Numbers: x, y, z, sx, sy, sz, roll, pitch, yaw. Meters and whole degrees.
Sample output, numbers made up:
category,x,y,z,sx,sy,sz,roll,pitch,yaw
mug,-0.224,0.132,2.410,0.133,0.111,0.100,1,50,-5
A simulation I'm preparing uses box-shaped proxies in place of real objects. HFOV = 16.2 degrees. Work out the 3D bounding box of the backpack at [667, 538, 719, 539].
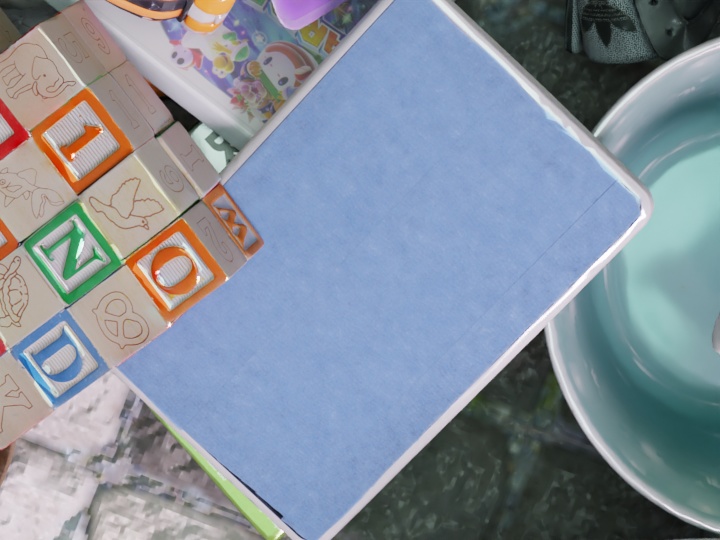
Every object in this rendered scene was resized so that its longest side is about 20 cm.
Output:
category,x,y,z,sx,sy,sz,roll,pitch,yaw
backpack,0.111,0.184,0.988,0.199,0.191,0.155,-11,76,-1

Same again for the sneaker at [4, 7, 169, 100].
category,x,y,z,sx,sy,sz,roll,pitch,yaw
sneaker,-0.151,-0.046,1.035,0.199,0.078,0.113,-6,102,1

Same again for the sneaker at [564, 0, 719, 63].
category,x,y,z,sx,sy,sz,roll,pitch,yaw
sneaker,0.089,-0.138,0.999,0.199,0.075,0.115,-7,102,-43

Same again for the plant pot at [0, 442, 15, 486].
category,x,y,z,sx,sy,sz,roll,pitch,yaw
plant pot,-0.270,0.063,0.997,0.200,0.187,0.187,40,91,12

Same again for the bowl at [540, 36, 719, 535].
category,x,y,z,sx,sy,sz,roll,pitch,yaw
bowl,0.163,0.002,1.020,0.199,0.105,0.202,-1,95,-6

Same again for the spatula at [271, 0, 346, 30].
category,x,y,z,sx,sy,sz,roll,pitch,yaw
spatula,0.023,-0.160,0.993,0.020,0.200,0.057,2,121,35

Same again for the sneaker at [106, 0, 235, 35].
category,x,y,z,sx,sy,sz,roll,pitch,yaw
sneaker,-0.076,-0.196,0.966,0.111,0.078,0.201,20,64,-11

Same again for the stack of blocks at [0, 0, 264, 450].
category,x,y,z,sx,sy,sz,roll,pitch,yaw
stack of blocks,-0.143,-0.051,0.942,0.115,0.059,0.200,-36,94,18

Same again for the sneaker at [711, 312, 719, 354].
category,x,y,z,sx,sy,sz,roll,pitch,yaw
sneaker,0.220,0.065,0.942,0.199,0.075,0.077,22,92,-6

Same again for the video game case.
category,x,y,z,sx,sy,sz,roll,pitch,yaw
video game case,-0.024,-0.144,1.016,0.143,0.018,0.200,37,63,-2

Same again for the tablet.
category,x,y,z,sx,sy,sz,roll,pitch,yaw
tablet,0.000,0.000,0.965,0.130,0.014,0.200,43,108,-4

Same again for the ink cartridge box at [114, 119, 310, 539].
category,x,y,z,sx,sy,sz,roll,pitch,yaw
ink cartridge box,-0.010,-0.013,1.036,0.200,0.076,0.148,-42,92,2
